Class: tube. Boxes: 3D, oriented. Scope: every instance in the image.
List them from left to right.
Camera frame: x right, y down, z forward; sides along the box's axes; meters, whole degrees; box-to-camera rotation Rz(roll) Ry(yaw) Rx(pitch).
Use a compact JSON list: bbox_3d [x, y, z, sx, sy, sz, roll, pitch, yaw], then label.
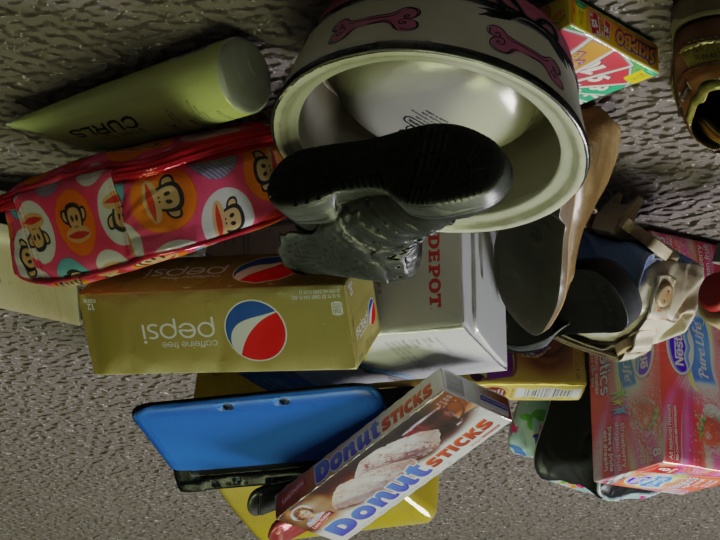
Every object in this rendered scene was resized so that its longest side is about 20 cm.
[{"bbox_3d":[-0.146,-0.108,1.154,0.199,0.052,0.058,-11,120,39],"label":"tube"}]

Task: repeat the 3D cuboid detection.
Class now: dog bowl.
[{"bbox_3d":[0.047,-0.106,1.070,0.198,0.074,0.201,7,151,4],"label":"dog bowl"}]

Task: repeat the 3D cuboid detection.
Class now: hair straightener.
[{"bbox_3d":[-0.010,0.152,1.431,0.199,0.077,0.041,-28,145,-20],"label":"hair straightener"}]

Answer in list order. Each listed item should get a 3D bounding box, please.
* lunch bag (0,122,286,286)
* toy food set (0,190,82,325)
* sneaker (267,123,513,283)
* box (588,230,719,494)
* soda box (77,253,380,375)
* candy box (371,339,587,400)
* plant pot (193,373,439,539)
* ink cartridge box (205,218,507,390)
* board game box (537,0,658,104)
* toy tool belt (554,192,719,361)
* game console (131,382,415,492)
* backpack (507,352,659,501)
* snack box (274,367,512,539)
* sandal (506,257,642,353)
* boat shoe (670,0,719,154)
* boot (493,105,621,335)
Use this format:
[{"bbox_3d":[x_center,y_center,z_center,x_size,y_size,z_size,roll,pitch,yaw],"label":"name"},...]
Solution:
[{"bbox_3d":[-0.134,-0.049,1.189,0.199,0.083,0.176,-8,-172,45],"label":"lunch bag"},{"bbox_3d":[-0.293,-0.020,1.399,0.142,0.061,0.200,13,158,-3],"label":"toy food set"},{"bbox_3d":[0.021,-0.035,1.072,0.199,0.060,0.104,-2,148,32],"label":"sneaker"},{"bbox_3d":[0.259,0.079,1.452,0.102,0.202,0.095,11,158,-28],"label":"box"},{"bbox_3d":[-0.092,0.030,1.196,0.198,0.064,0.068,-3,-159,17],"label":"soda box"},{"bbox_3d":[0.094,0.052,1.498,0.198,0.118,0.057,-1,160,0],"label":"candy box"},{"bbox_3d":[-0.050,0.120,1.602,0.199,0.201,0.176,-12,146,29],"label":"plant pot"},{"bbox_3d":[0.000,0.000,1.303,0.198,0.148,0.146,-6,162,16],"label":"ink cartridge box"},{"bbox_3d":[0.090,-0.124,1.144,0.199,0.030,0.095,-16,155,42],"label":"board game box"},{"bbox_3d":[0.205,0.005,1.349,0.122,0.126,0.199,25,169,-39],"label":"toy tool belt"},{"bbox_3d":[-0.060,0.107,1.382,0.198,0.171,0.119,-6,116,13],"label":"game console"},{"bbox_3d":[0.241,0.126,1.624,0.150,0.179,0.199,17,-176,38],"label":"backpack"},{"bbox_3d":[0.022,0.145,1.313,0.072,0.024,0.200,24,130,-33],"label":"snack box"},{"bbox_3d":[0.138,0.029,1.338,0.043,0.076,0.200,-37,-173,-28],"label":"sandal"},{"bbox_3d":[0.236,-0.108,1.124,0.071,0.069,0.200,-9,159,20],"label":"boat shoe"},{"bbox_3d":[0.147,-0.033,1.241,0.075,0.074,0.201,-29,146,-29],"label":"boot"}]
